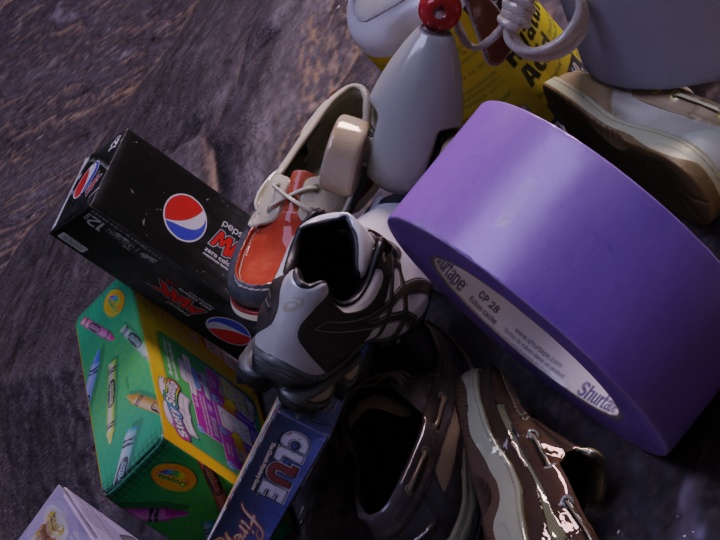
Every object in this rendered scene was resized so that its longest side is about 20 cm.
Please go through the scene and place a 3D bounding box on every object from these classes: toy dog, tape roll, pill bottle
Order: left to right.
[{"bbox_3d":[0.046,-0.128,1.242,0.201,0.131,0.096,-55,1,10],"label":"toy dog"},{"bbox_3d":[0.060,-0.164,1.333,0.111,0.200,0.112,-30,36,24],"label":"pill bottle"},{"bbox_3d":[0.115,0.005,1.084,0.085,0.200,0.200,-50,32,-6],"label":"tape roll"},{"bbox_3d":[0.222,-0.191,1.242,0.199,0.067,0.201,-19,27,10],"label":"tape roll"}]

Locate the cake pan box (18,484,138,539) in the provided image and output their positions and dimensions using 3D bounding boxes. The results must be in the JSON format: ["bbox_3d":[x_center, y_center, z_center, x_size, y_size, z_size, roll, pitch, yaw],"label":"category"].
[{"bbox_3d":[-0.088,0.221,1.099,0.052,0.184,0.200,-51,33,0],"label":"cake pan box"}]

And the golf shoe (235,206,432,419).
[{"bbox_3d":[0.000,0.000,1.144,0.200,0.077,0.095,-55,-18,-55],"label":"golf shoe"}]

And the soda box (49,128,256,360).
[{"bbox_3d":[-0.105,-0.006,1.346,0.063,0.199,0.071,-26,35,50],"label":"soda box"}]

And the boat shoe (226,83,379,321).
[{"bbox_3d":[-0.035,-0.045,1.317,0.071,0.063,0.201,13,43,19],"label":"boat shoe"}]

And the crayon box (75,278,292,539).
[{"bbox_3d":[-0.120,0.099,1.326,0.058,0.119,0.201,-43,32,14],"label":"crayon box"}]

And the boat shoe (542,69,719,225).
[{"bbox_3d":[0.183,-0.087,1.239,0.066,0.074,0.200,-36,33,-8],"label":"boat shoe"}]

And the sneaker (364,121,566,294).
[{"bbox_3d":[0.092,-0.038,1.284,0.114,0.076,0.199,-50,34,-14],"label":"sneaker"}]

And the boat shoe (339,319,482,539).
[{"bbox_3d":[0.030,0.092,1.206,0.074,0.073,0.201,-33,35,20],"label":"boat shoe"}]

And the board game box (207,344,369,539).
[{"bbox_3d":[-0.033,0.081,1.222,0.136,0.034,0.201,-62,2,36],"label":"board game box"}]

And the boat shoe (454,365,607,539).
[{"bbox_3d":[0.102,0.122,1.109,0.074,0.075,0.203,-15,36,3],"label":"boat shoe"}]
